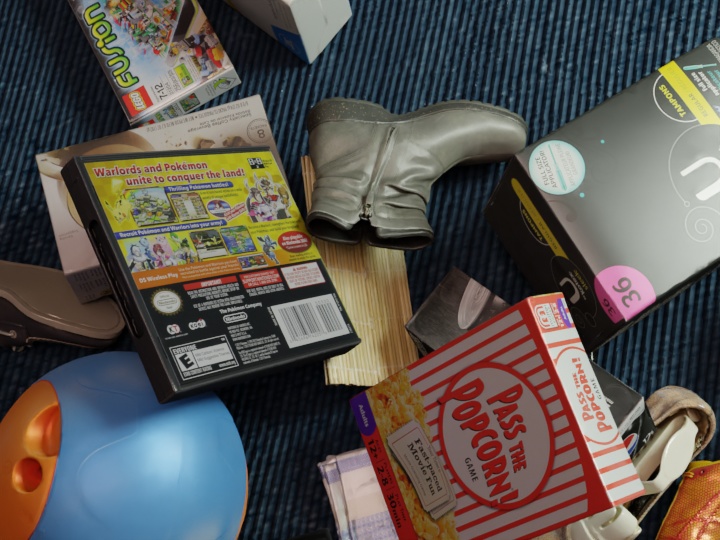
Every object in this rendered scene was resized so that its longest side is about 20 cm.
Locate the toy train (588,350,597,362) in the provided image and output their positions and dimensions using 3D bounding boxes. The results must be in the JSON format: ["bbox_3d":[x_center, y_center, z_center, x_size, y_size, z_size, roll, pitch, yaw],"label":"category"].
[{"bbox_3d":[0.172,-0.003,0.980,0.045,0.034,0.203,-4,74,2],"label":"toy train"}]

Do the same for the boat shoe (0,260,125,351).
[{"bbox_3d":[-0.300,0.035,1.022,0.198,0.073,0.063,17,120,5],"label":"boat shoe"}]

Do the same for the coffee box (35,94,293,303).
[{"bbox_3d":[-0.162,-0.060,0.996,0.197,0.080,0.114,-16,72,-8],"label":"coffee box"}]

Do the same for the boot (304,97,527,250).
[{"bbox_3d":[0.049,-0.071,0.968,0.197,0.068,0.132,1,58,-9],"label":"boot"}]

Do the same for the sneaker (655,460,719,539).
[{"bbox_3d":[0.266,0.198,0.905,0.200,0.073,0.077,-41,52,-10],"label":"sneaker"}]

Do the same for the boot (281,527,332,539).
[{"bbox_3d":[-0.065,0.310,0.859,0.163,0.066,0.202,-22,103,-12],"label":"boot"}]

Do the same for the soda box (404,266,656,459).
[{"bbox_3d":[0.130,0.082,0.912,0.199,0.063,0.071,36,81,35],"label":"soda box"}]

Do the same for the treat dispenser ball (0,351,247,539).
[{"bbox_3d":[-0.184,0.164,0.886,0.198,0.201,0.204,-2,74,6],"label":"treat dispenser ball"}]

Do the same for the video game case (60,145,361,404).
[{"bbox_3d":[-0.105,-0.006,0.864,0.025,0.199,0.182,-35,75,37],"label":"video game case"}]

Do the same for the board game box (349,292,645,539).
[{"bbox_3d":[0.093,0.127,0.859,0.199,0.046,0.153,-35,70,40],"label":"board game box"}]

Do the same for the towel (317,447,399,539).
[{"bbox_3d":[0.058,0.229,0.933,0.145,0.024,0.202,-15,75,0],"label":"towel"}]

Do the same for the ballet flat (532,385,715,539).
[{"bbox_3d":[0.202,0.169,0.900,0.068,0.067,0.200,43,80,-17],"label":"ballet flat"}]

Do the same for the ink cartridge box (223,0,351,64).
[{"bbox_3d":[-0.108,-0.287,1.051,0.199,0.116,0.067,38,82,16],"label":"ink cartridge box"}]

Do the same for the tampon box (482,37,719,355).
[{"bbox_3d":[0.225,-0.055,0.919,0.199,0.126,0.151,-31,78,-14],"label":"tampon box"}]

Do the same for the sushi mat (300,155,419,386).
[{"bbox_3d":[0.000,0.000,0.983,0.095,0.012,0.203,5,69,-36],"label":"sushi mat"}]

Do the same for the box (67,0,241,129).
[{"bbox_3d":[-0.204,-0.234,1.089,0.109,0.035,0.201,-29,73,-2],"label":"box"}]
